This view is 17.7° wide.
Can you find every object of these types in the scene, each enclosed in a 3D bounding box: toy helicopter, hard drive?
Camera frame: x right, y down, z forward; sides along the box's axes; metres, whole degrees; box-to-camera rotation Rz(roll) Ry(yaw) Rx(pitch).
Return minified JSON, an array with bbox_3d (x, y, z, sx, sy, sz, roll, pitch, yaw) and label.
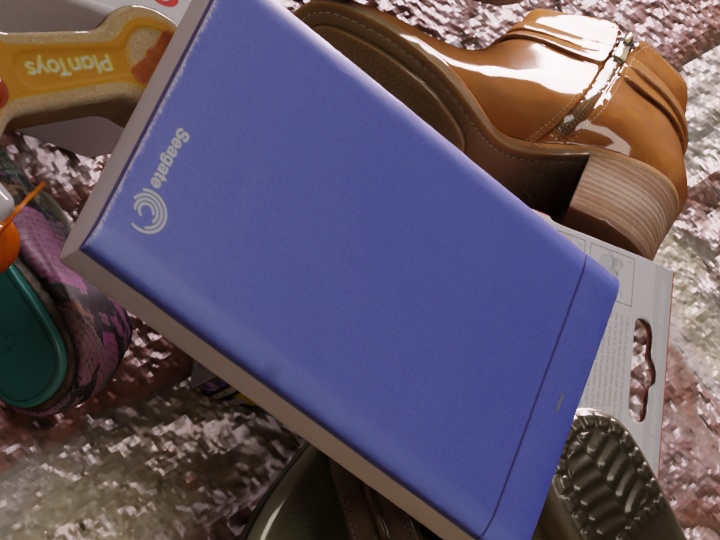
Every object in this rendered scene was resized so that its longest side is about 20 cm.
[{"bbox_3d":[-0.129,-0.056,0.800,0.199,0.079,0.133,-11,71,-45],"label":"toy helicopter"},{"bbox_3d":[0.000,0.000,0.839,0.200,0.025,0.132,37,55,-21],"label":"hard drive"}]

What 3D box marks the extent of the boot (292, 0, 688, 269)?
[{"bbox_3d":[0.066,-0.087,1.057,0.199,0.077,0.156,29,39,-4],"label":"boot"}]

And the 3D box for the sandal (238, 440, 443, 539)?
[{"bbox_3d":[0.014,0.084,0.867,0.080,0.057,0.202,35,72,-24],"label":"sandal"}]

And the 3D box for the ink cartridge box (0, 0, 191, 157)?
[{"bbox_3d":[-0.139,-0.165,0.944,0.145,0.084,0.201,19,50,-27],"label":"ink cartridge box"}]

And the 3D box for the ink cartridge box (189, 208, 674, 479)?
[{"bbox_3d":[0.034,0.023,0.954,0.199,0.050,0.110,20,65,-26],"label":"ink cartridge box"}]

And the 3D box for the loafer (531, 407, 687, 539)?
[{"bbox_3d":[0.106,0.148,0.920,0.075,0.068,0.201,-28,98,-38],"label":"loafer"}]

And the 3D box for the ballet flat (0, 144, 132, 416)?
[{"bbox_3d":[-0.156,-0.036,0.864,0.200,0.069,0.071,53,26,0],"label":"ballet flat"}]

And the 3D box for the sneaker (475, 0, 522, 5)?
[{"bbox_3d":[0.009,-0.146,1.004,0.200,0.075,0.093,25,55,-43],"label":"sneaker"}]
